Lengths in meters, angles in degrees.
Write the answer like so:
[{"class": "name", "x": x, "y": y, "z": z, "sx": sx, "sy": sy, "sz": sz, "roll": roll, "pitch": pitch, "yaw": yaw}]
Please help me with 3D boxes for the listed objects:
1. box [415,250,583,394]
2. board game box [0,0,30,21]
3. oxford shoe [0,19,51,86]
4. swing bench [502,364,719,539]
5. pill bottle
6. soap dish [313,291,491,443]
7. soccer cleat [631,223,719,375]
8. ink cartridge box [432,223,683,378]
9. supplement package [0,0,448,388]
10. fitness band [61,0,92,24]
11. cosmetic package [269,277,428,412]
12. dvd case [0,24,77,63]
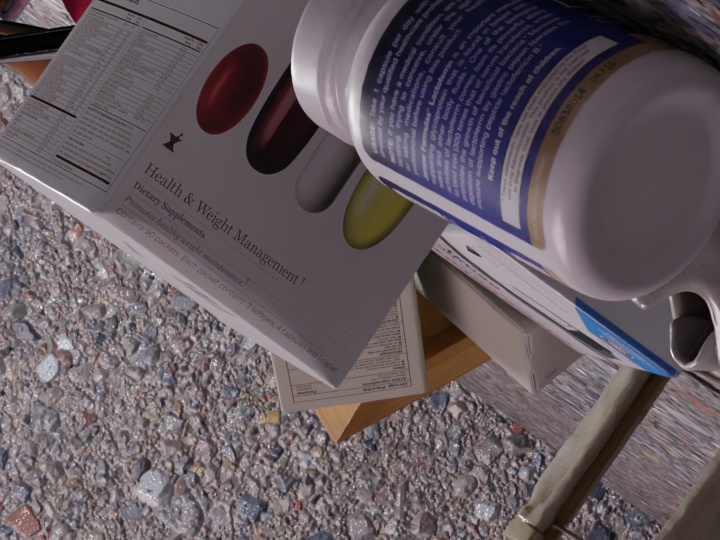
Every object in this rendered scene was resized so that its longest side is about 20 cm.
[{"class": "box", "x": 0.071, "y": -0.014, "z": 1.710, "sx": 0.200, "sy": 0.068, "sz": 0.082, "roll": 42, "pitch": 161, "yaw": 29}, {"class": "board game box", "x": -0.302, "y": -0.271, "z": 1.769, "sx": 0.200, "sy": 0.105, "sz": 0.103, "roll": 35, "pitch": 176, "yaw": 3}, {"class": "oxford shoe", "x": -0.198, "y": -0.126, "z": 1.790, "sx": 0.200, "sy": 0.071, "sz": 0.071, "roll": 22, "pitch": 176, "yaw": -43}, {"class": "swing bench", "x": 0.222, "y": 0.149, "z": 1.799, "sx": 0.200, "sy": 0.199, "sz": 0.130, "roll": 30, "pitch": 173, "yaw": 36}, {"class": "pill bottle", "x": 0.066, "y": -0.073, "z": 1.165, "sx": 0.200, "sy": 0.116, "sz": 0.116, "roll": 30, "pitch": 174, "yaw": 41}, {"class": "soap dish", "x": 0.000, "y": 0.000, "z": 1.820, "sx": 0.200, "sy": 0.157, "sz": 0.081, "roll": 60, "pitch": 152, "yaw": 6}, {"class": "soccer cleat", "x": 0.213, "y": 0.031, "z": 1.368, "sx": 0.200, "sy": 0.086, "sz": 0.070, "roll": 37, "pitch": 175, "yaw": -30}, {"class": "ink cartridge box", "x": 0.126, "y": -0.014, "z": 1.525, "sx": 0.145, "sy": 0.084, "sz": 0.200, "roll": 36, "pitch": 176, "yaw": -10}, {"class": "supplement package", "x": -0.053, "y": -0.081, "z": 1.396, "sx": 0.191, "sy": 0.200, "sz": 0.147, "roll": 37, "pitch": 174, "yaw": -34}, {"class": "fitness band", "x": -0.128, "y": -0.154, "z": 1.805, "sx": 0.200, "sy": 0.037, "sz": 0.144, "roll": 36, "pitch": -158, "yaw": -23}, {"class": "cosmetic package", "x": -0.016, "y": 0.000, "z": 1.652, "sx": 0.200, "sy": 0.103, "sz": 0.073, "roll": 83, "pitch": 179, "yaw": -51}, {"class": "dvd case", "x": -0.155, "y": -0.148, "z": 1.617, "sx": 0.200, "sy": 0.018, "sz": 0.143, "roll": -3, "pitch": -174, "yaw": 39}]
